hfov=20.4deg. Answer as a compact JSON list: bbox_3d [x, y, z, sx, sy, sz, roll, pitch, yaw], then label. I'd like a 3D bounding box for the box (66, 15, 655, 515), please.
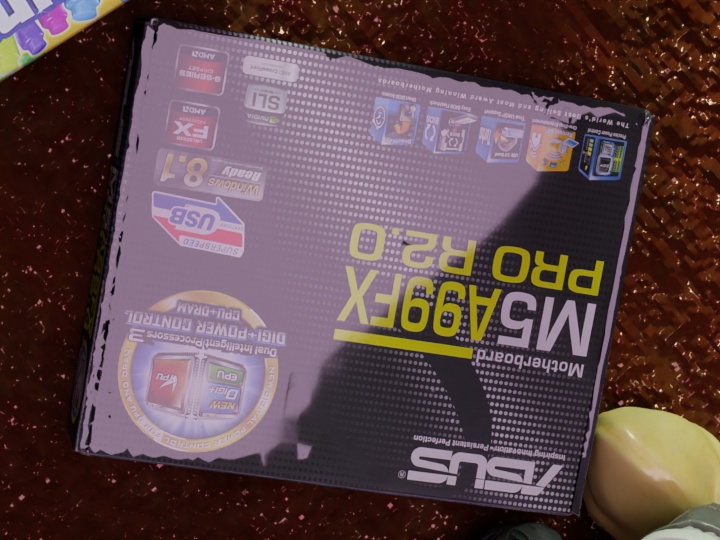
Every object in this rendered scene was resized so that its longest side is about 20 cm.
[{"bbox_3d":[0.000,0.000,0.754,0.198,0.044,0.162,9,95,-14],"label":"box"}]

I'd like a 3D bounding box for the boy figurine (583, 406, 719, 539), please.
[{"bbox_3d":[0.162,0.126,0.801,0.199,0.064,0.125,35,90,-15],"label":"boy figurine"}]

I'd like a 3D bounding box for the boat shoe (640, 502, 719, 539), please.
[{"bbox_3d":[0.117,0.186,0.746,0.072,0.060,0.203,11,106,21],"label":"boat shoe"}]

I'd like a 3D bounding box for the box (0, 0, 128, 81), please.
[{"bbox_3d":[-0.163,-0.152,0.656,0.199,0.122,0.193,-34,105,-6],"label":"box"}]

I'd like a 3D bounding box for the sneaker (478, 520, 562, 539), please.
[{"bbox_3d":[0.061,0.194,0.789,0.079,0.074,0.202,0,104,-22],"label":"sneaker"}]
